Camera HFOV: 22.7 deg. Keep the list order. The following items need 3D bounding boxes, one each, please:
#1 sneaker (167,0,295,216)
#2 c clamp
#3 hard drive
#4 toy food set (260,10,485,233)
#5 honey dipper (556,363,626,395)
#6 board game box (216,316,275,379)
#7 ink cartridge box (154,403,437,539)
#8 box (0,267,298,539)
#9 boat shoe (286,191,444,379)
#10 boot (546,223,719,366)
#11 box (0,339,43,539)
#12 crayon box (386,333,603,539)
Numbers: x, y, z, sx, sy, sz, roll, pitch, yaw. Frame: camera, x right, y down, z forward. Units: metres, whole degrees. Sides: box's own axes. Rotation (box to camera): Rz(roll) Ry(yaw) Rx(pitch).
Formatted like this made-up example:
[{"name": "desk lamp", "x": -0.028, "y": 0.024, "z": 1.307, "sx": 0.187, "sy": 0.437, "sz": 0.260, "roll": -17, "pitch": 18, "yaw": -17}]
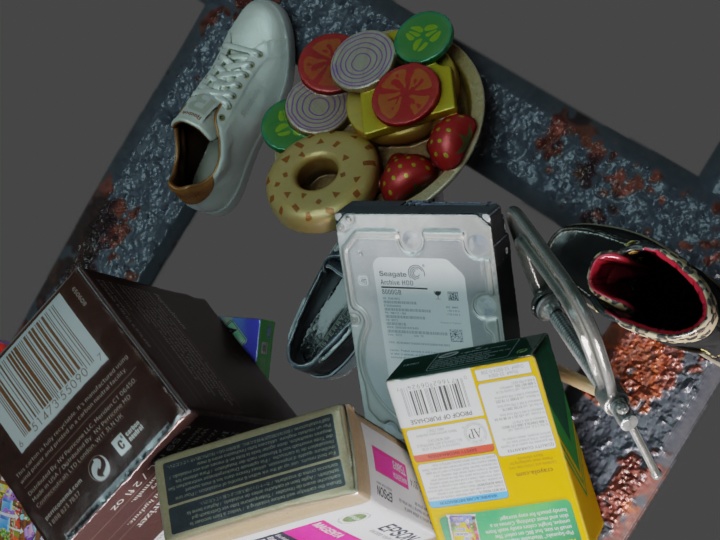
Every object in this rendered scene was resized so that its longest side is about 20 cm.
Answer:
[{"name": "sneaker", "x": -0.116, "y": -0.151, "z": 1.588, "sx": 0.073, "sy": 0.085, "sz": 0.201, "roll": 14, "pitch": 86, "yaw": 29}, {"name": "c clamp", "x": 0.162, "y": 0.047, "z": 1.379, "sx": 0.027, "sy": 0.171, "sz": 0.200, "roll": -27, "pitch": 43, "yaw": -1}, {"name": "hard drive", "x": 0.059, "y": 0.043, "z": 1.444, "sx": 0.139, "sy": 0.038, "sz": 0.201, "roll": 2, "pitch": 111, "yaw": 27}, {"name": "toy food set", "x": 0.009, "y": -0.127, "z": 1.515, "sx": 0.199, "sy": 0.049, "sz": 0.199, "roll": -17, "pitch": 57, "yaw": 17}, {"name": "honey dipper", "x": 0.126, "y": 0.069, "z": 1.462, "sx": 0.200, "sy": 0.038, "sz": 0.038, "roll": 24, "pitch": 93, "yaw": 23}, {"name": "board game box", "x": -0.149, "y": 0.139, "z": 1.587, "sx": 0.134, "sy": 0.029, "sz": 0.201, "roll": 2, "pitch": 82, "yaw": 27}, {"name": "ink cartridge box", "x": -0.043, "y": 0.181, "z": 1.409, "sx": 0.164, "sy": 0.200, "sz": 0.075, "roll": -17, "pitch": 65, "yaw": 17}, {"name": "box", "x": -0.187, "y": 0.121, "z": 1.479, "sx": 0.166, "sy": 0.200, "sz": 0.164, "roll": -47, "pitch": 65, "yaw": 13}, {"name": "boat shoe", "x": 0.000, "y": 0.000, "z": 1.514, "sx": 0.072, "sy": 0.068, "sz": 0.200, "roll": 36, "pitch": 97, "yaw": 26}, {"name": "boot", "x": 0.208, "y": 0.010, "z": 1.363, "sx": 0.200, "sy": 0.150, "sz": 0.073, "roll": 33, "pitch": 96, "yaw": 28}, {"name": "box", "x": -0.312, "y": 0.174, "z": 1.654, "sx": 0.136, "sy": 0.039, "sz": 0.201, "roll": 14, "pitch": 88, "yaw": 27}, {"name": "crayon box", "x": 0.111, "y": 0.159, "z": 1.411, "sx": 0.125, "sy": 0.052, "sz": 0.201, "roll": -11, "pitch": 104, "yaw": 24}]
